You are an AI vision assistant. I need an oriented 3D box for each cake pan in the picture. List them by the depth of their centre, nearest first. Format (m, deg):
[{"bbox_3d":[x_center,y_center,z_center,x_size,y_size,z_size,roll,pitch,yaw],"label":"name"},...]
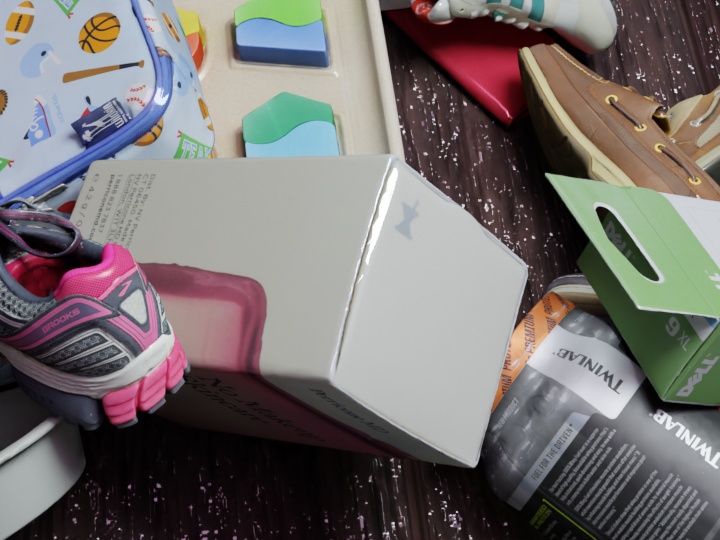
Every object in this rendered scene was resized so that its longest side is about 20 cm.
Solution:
[{"bbox_3d":[-0.213,0.109,0.663,0.200,0.200,0.037,-27,101,-26],"label":"cake pan"}]

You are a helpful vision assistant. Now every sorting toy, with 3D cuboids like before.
[{"bbox_3d":[-0.081,-0.103,0.860,0.200,0.036,0.185,-11,59,5],"label":"sorting toy"}]

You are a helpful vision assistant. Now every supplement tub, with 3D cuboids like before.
[{"bbox_3d":[0.153,0.107,0.773,0.200,0.123,0.123,37,58,10],"label":"supplement tub"}]

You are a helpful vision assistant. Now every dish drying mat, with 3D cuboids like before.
[{"bbox_3d":[0.055,-0.182,0.991,0.077,0.018,0.200,-37,74,-26],"label":"dish drying mat"}]

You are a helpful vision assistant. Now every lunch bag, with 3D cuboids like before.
[{"bbox_3d":[-0.176,-0.104,0.822,0.160,0.076,0.200,-27,55,9],"label":"lunch bag"}]

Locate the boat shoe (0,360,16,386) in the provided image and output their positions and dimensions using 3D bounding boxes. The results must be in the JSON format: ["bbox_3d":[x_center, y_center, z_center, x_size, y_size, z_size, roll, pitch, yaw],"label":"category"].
[{"bbox_3d":[-0.220,0.031,0.768,0.200,0.072,0.062,-25,64,-23],"label":"boat shoe"}]

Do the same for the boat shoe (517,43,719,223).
[{"bbox_3d":[0.155,-0.075,0.878,0.068,0.072,0.200,-23,45,-4],"label":"boat shoe"}]

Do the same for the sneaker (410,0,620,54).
[{"bbox_3d":[0.079,-0.186,0.936,0.200,0.070,0.093,37,89,-32],"label":"sneaker"}]

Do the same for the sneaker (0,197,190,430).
[{"bbox_3d":[-0.161,0.001,0.653,0.200,0.075,0.081,14,44,32],"label":"sneaker"}]

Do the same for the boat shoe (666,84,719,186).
[{"bbox_3d":[0.230,-0.076,0.940,0.200,0.076,0.074,-37,44,-20],"label":"boat shoe"}]

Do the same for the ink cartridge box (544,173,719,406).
[{"bbox_3d":[0.181,0.015,0.752,0.200,0.059,0.104,7,39,-31],"label":"ink cartridge box"}]

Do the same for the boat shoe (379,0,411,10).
[{"bbox_3d":[0.001,-0.215,0.951,0.200,0.068,0.072,-12,66,-12],"label":"boat shoe"}]

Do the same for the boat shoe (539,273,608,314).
[{"bbox_3d":[0.201,0.035,0.864,0.200,0.072,0.065,11,43,-1],"label":"boat shoe"}]

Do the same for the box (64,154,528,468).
[{"bbox_3d":[-0.041,0.019,0.714,0.200,0.128,0.109,3,68,39],"label":"box"}]
